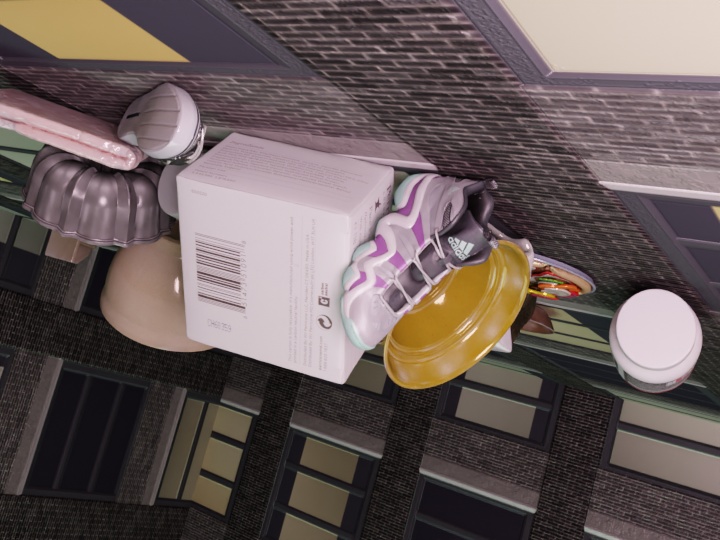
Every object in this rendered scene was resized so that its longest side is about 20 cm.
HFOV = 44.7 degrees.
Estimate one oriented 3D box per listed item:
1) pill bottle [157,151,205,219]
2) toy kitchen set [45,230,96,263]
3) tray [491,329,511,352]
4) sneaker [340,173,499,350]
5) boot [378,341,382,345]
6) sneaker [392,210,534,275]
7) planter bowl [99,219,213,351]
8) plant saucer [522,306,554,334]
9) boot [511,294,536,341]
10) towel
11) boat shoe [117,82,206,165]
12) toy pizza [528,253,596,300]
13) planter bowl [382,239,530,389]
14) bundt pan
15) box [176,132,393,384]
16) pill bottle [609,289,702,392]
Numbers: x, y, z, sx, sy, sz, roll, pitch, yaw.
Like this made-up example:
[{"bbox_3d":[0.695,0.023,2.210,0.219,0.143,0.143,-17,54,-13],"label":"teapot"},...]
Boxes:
[{"bbox_3d":[-0.157,-0.078,1.113,0.111,0.115,0.199,10,171,38],"label":"pill bottle"},{"bbox_3d":[-0.437,-0.076,1.543,0.196,0.167,0.180,12,172,30],"label":"toy kitchen set"},{"bbox_3d":[0.117,0.056,1.228,0.196,0.110,0.022,6,-157,36],"label":"tray"},{"bbox_3d":[0.069,-0.014,0.823,0.138,0.203,0.078,1,147,45],"label":"sneaker"},{"bbox_3d":[0.000,0.000,1.162,0.198,0.178,0.066,20,-171,-46],"label":"boot"},{"bbox_3d":[0.115,-0.035,1.044,0.195,0.077,0.082,17,154,5],"label":"sneaker"},{"bbox_3d":[-0.248,-0.004,1.199,0.195,0.137,0.201,13,-154,-7],"label":"planter bowl"},{"bbox_3d":[0.257,0.071,1.580,0.196,0.035,0.200,17,171,3],"label":"plant saucer"},{"bbox_3d":[0.149,0.053,1.329,0.196,0.068,0.174,12,-163,27],"label":"boot"},{"bbox_3d":[-0.339,-0.163,1.012,0.187,0.033,0.200,18,-170,-11],"label":"towel"},{"bbox_3d":[-0.190,-0.145,0.897,0.070,0.073,0.199,24,180,-29],"label":"boat shoe"},{"bbox_3d":[0.225,0.009,1.208,0.196,0.032,0.200,17,172,2],"label":"toy pizza"},{"bbox_3d":[0.087,0.028,0.975,0.199,0.202,0.084,25,-163,-50],"label":"planter bowl"},{"bbox_3d":[-0.326,-0.114,1.118,0.197,0.077,0.203,16,-152,-8],"label":"bundt pan"},{"bbox_3d":[-0.079,-0.017,0.939,0.195,0.203,0.131,13,-148,17],"label":"box"},{"bbox_3d":[0.382,0.092,1.136,0.113,0.119,0.200,13,172,20],"label":"pill bottle"}]
